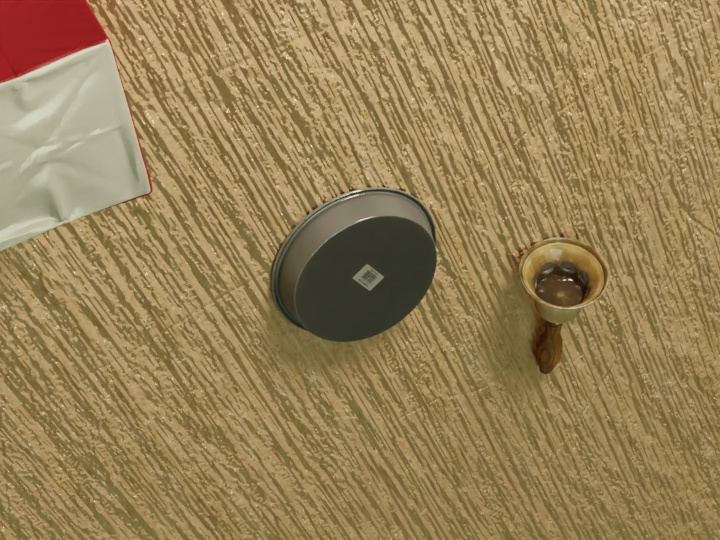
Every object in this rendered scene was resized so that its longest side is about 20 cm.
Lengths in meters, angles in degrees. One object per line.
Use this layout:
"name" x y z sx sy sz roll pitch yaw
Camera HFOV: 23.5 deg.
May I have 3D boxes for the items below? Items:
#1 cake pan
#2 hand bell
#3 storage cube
"cake pan" 0.000 0.000 1.916 0.200 0.037 0.200 -16 132 -18
"hand bell" 0.235 0.062 2.084 0.104 0.104 0.200 -19 146 -15
"storage cube" -0.302 -0.149 1.520 0.171 0.180 0.200 -22 133 -13
